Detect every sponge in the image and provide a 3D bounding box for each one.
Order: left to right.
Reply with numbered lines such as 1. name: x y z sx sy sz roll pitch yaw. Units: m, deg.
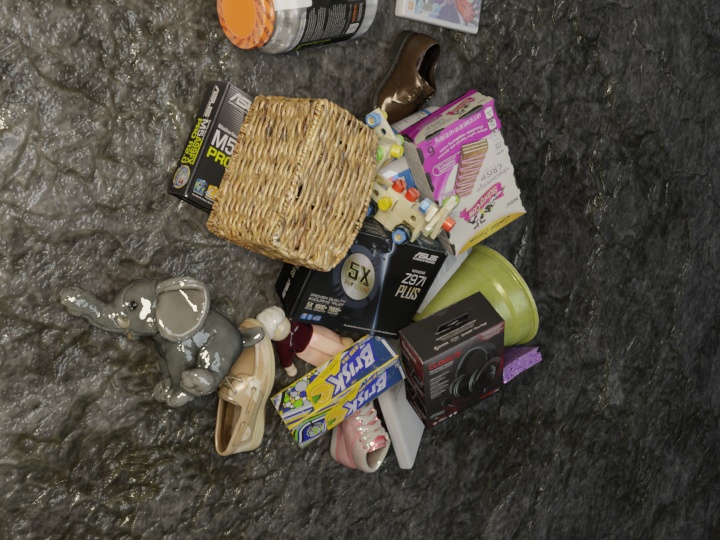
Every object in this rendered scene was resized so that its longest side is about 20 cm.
1. sponge: 0.211 0.171 1.587 0.111 0.199 0.030 -24 100 -42

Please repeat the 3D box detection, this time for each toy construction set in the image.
1. toy construction set: 0.055 -0.112 1.214 0.092 0.200 0.132 -17 147 -48

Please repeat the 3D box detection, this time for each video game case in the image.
1. video game case: 0.137 -0.491 1.443 0.199 0.023 0.184 -5 105 -47

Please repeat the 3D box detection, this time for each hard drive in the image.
1. hard drive: 0.070 0.222 1.539 0.132 0.026 0.201 -64 144 -51

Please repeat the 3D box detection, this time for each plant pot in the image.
1. plant pot: 0.173 0.086 1.546 0.184 0.200 0.202 -33 125 -23

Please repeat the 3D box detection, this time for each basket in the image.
1. basket: -0.079 -0.111 1.154 0.142 0.148 0.202 24 82 -45

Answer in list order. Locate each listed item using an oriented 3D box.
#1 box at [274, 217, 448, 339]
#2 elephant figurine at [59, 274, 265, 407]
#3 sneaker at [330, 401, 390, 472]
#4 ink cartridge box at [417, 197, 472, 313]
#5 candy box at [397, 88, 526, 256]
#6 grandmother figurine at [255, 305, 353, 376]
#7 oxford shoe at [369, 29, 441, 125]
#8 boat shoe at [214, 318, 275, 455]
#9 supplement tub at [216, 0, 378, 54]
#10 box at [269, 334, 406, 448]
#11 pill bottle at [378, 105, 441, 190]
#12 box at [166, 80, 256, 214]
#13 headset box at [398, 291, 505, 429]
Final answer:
1. box: 0.000 0.000 1.304 0.198 0.086 0.165 13 118 -30
2. elephant figurine: -0.245 0.059 1.121 0.201 0.140 0.155 62 27 -19
3. sneaker: 0.005 0.234 1.450 0.075 0.104 0.202 -10 108 -40
4. ink cartridge box: 0.096 -0.066 1.460 0.176 0.083 0.201 -46 138 -32
5. candy box: 0.150 -0.139 1.294 0.136 0.061 0.201 -32 126 -10
6. grandmother figurine: -0.086 0.100 1.348 0.200 0.060 0.122 29 71 -50
7. oxford shoe: 0.071 -0.273 1.387 0.072 0.084 0.202 12 98 -52
8. boat shoe: -0.169 0.169 1.266 0.064 0.071 0.202 -8 108 -46
9. supplement tub: -0.082 -0.353 1.170 0.199 0.122 0.124 -25 119 -42
10. box: -0.032 0.179 1.361 0.199 0.070 0.065 -33 140 -9
11. pill bottle: 0.092 -0.180 1.349 0.199 0.112 0.113 -26 122 -14
12. box: -0.151 -0.140 1.215 0.199 0.044 0.162 29 80 -47
13. headset box: 0.144 0.135 1.385 0.148 0.077 0.201 -25 140 -15
